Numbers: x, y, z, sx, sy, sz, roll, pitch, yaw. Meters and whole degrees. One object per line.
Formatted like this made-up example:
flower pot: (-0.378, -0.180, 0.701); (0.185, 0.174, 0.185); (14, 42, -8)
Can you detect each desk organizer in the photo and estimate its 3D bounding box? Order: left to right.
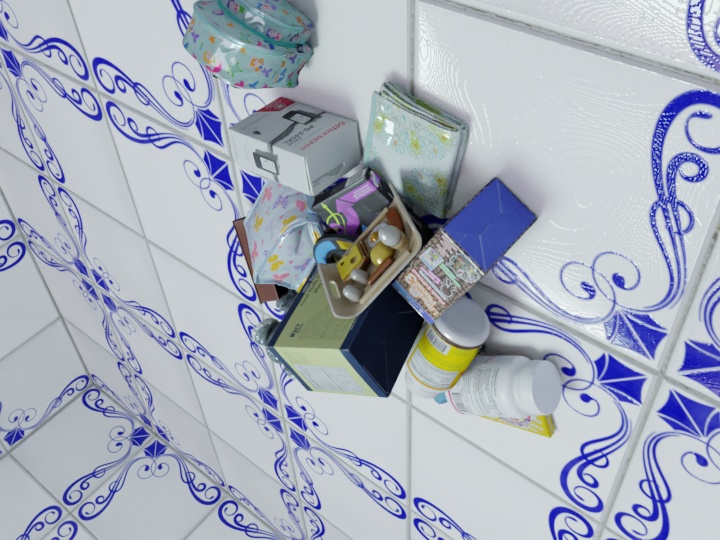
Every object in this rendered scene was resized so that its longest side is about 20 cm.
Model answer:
desk organizer: (-0.213, -0.032, 1.680); (0.077, 0.071, 0.202); (-8, 103, 49)

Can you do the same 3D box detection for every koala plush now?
koala plush: (-0.145, 0.136, 1.698); (0.178, 0.200, 0.184); (49, 147, -2)

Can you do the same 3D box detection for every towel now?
towel: (0.085, -0.196, 1.226); (0.170, 0.048, 0.201); (35, 145, 21)

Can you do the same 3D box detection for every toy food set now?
toy food set: (0.008, -0.035, 1.217); (0.060, 0.200, 0.144); (30, -158, -34)

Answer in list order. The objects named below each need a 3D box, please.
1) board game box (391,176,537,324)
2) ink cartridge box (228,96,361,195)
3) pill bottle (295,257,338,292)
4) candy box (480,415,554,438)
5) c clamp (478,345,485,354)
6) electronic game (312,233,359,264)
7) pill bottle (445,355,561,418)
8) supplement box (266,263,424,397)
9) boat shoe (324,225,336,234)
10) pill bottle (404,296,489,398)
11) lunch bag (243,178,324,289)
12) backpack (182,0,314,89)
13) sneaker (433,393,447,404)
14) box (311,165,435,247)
board game box: (0.166, -0.029, 1.201); (0.097, 0.159, 0.200); (45, 147, 5)
ink cartridge box: (-0.117, -0.229, 1.338); (0.199, 0.145, 0.084); (24, 138, 33)
pill bottle: (-0.075, 0.029, 1.589); (0.200, 0.111, 0.111); (45, 147, 5)
candy box: (0.290, 0.269, 1.487); (0.199, 0.026, 0.103); (8, 132, 46)
c clamp: (0.184, 0.096, 1.430); (0.170, 0.027, 0.201); (6, 129, 48)
electronic game: (0.000, 0.000, 1.385); (0.198, 0.042, 0.201); (22, 152, 12)
pill bottle: (0.264, 0.216, 1.377); (0.199, 0.113, 0.114); (-7, 119, 47)
supplement box: (-0.020, 0.101, 1.309); (0.198, 0.201, 0.135); (-4, 135, 41)
boat shoe: (0.008, -0.078, 1.421); (0.199, 0.064, 0.072); (-4, 122, 50)
pill bottle: (0.149, 0.145, 1.338); (0.109, 0.109, 0.201); (38, 135, 14)
lunch bag: (-0.139, -0.089, 1.466); (0.201, 0.126, 0.171); (-56, 39, 38)
backpack: (-0.184, -0.382, 1.213); (0.177, 0.200, 0.151); (40, 127, 13)
sneaker: (0.146, 0.212, 1.512); (0.079, 0.089, 0.201); (52, 164, 40)
box: (0.028, -0.084, 1.332); (0.142, 0.036, 0.200); (-25, 124, 40)
